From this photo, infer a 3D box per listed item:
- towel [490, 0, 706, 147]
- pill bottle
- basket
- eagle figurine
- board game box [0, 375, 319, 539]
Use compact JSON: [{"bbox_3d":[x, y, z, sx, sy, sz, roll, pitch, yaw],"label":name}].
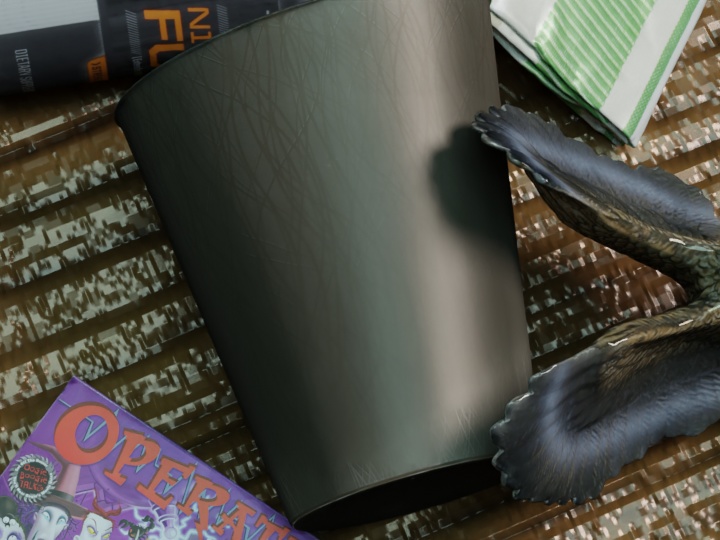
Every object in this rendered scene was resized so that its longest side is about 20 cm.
[{"bbox_3d":[0.086,-0.171,1.128,0.200,0.023,0.153,38,70,-25],"label":"towel"},{"bbox_3d":[-0.083,-0.145,1.120,0.198,0.106,0.107,-9,71,-5],"label":"pill bottle"},{"bbox_3d":[0.000,0.000,1.059,0.179,0.136,0.202,-21,76,19],"label":"basket"},{"bbox_3d":[0.138,0.007,1.030,0.198,0.152,0.152,-3,35,-8],"label":"eagle figurine"},{"bbox_3d":[-0.077,0.149,1.060,0.199,0.032,0.120,32,68,9],"label":"board game box"}]
